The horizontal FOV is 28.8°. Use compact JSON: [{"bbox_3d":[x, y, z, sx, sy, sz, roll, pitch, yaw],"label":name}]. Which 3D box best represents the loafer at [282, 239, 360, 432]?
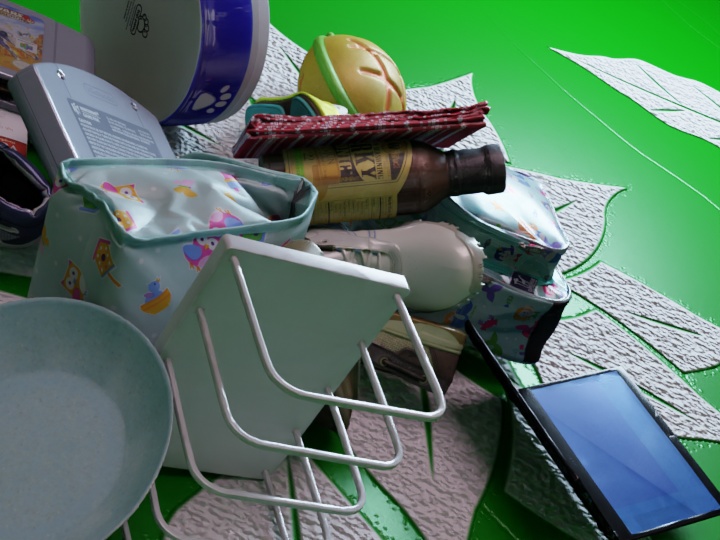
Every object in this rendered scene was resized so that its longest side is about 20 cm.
[{"bbox_3d":[-0.032,0.051,1.012,0.076,0.200,0.068,24,64,20],"label":"loafer"}]

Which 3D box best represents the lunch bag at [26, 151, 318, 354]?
[{"bbox_3d":[-0.130,0.009,1.009,0.200,0.171,0.122,-9,37,-43],"label":"lunch bag"}]

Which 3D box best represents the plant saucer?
[{"bbox_3d":[-0.210,0.109,0.871,0.200,0.039,0.202,-4,53,5],"label":"plant saucer"}]

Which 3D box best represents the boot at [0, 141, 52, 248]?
[{"bbox_3d":[-0.316,-0.098,1.061,0.200,0.090,0.073,35,68,-8],"label":"boot"}]

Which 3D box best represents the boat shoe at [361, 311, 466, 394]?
[{"bbox_3d":[-0.016,0.057,1.125,0.200,0.066,0.072,12,-5,-4],"label":"boat shoe"}]

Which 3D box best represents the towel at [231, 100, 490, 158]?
[{"bbox_3d":[-0.003,-0.114,1.161,0.199,0.023,0.145,-4,-2,-10],"label":"towel"}]

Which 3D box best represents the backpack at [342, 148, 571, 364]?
[{"bbox_3d":[0.080,-0.018,1.242,0.199,0.151,0.178,11,28,-12],"label":"backpack"}]

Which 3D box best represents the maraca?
[{"bbox_3d":[-0.008,-0.187,1.457,0.137,0.107,0.200,60,10,-15],"label":"maraca"}]

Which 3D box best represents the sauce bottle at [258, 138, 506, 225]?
[{"bbox_3d":[0.017,-0.074,1.137,0.199,0.065,0.065,-7,38,-6],"label":"sauce bottle"}]

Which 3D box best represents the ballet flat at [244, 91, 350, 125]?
[{"bbox_3d":[-0.047,-0.138,1.327,0.067,0.067,0.200,-6,13,-24],"label":"ballet flat"}]

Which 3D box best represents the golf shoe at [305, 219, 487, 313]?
[{"bbox_3d":[0.000,0.000,1.122,0.199,0.079,0.097,3,10,32],"label":"golf shoe"}]

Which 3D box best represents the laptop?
[{"bbox_3d":[0.196,0.122,1.150,0.177,0.103,0.200,56,2,40],"label":"laptop"}]

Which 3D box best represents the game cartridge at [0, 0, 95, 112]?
[{"bbox_3d":[-0.327,-0.196,1.217,0.199,0.042,0.133,17,37,-22],"label":"game cartridge"}]

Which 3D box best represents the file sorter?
[{"bbox_3d":[-0.060,0.102,0.894,0.138,0.200,0.125,14,38,-32],"label":"file sorter"}]

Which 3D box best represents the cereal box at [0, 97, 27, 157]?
[{"bbox_3d":[-0.357,-0.147,1.194,0.143,0.040,0.200,13,34,-23],"label":"cereal box"}]

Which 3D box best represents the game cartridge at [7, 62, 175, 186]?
[{"bbox_3d":[-0.206,-0.098,1.135,0.134,0.040,0.200,67,16,14],"label":"game cartridge"}]

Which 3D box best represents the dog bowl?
[{"bbox_3d":[-0.177,-0.235,1.307,0.079,0.200,0.200,-11,48,-42],"label":"dog bowl"}]
